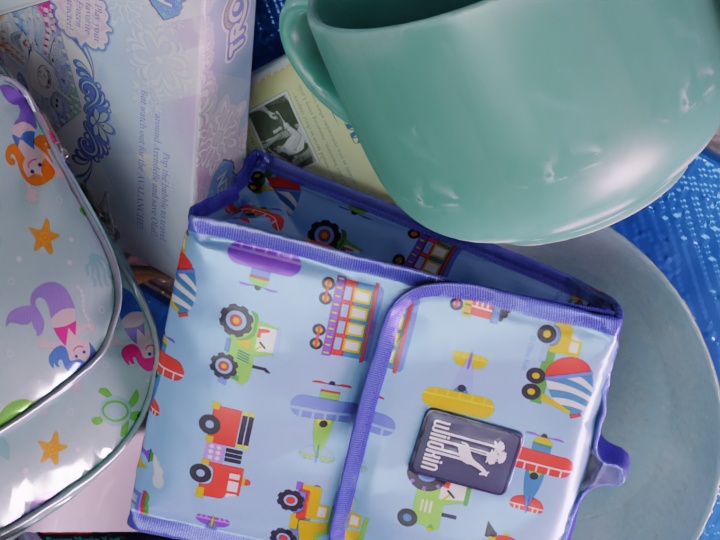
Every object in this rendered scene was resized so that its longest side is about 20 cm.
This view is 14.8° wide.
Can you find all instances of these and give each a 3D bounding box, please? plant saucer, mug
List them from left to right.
[{"bbox_3d":[0.065,-0.084,1.094,0.152,0.185,0.115,-28,111,-6],"label":"mug"},{"bbox_3d":[0.077,0.058,1.249,0.201,0.039,0.201,8,107,28],"label":"plant saucer"}]

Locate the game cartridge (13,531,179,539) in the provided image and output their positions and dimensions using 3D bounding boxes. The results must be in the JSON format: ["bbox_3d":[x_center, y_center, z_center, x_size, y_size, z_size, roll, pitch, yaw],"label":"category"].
[{"bbox_3d":[-0.136,0.158,1.229,0.130,0.200,0.038,-42,63,27],"label":"game cartridge"}]

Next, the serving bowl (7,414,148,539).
[{"bbox_3d":[-0.070,0.151,1.342,0.200,0.066,0.200,8,116,16],"label":"serving bowl"}]

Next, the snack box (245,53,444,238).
[{"bbox_3d":[0.000,0.000,1.232,0.116,0.037,0.200,-25,90,33],"label":"snack box"}]

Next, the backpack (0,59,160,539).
[{"bbox_3d":[-0.182,0.018,1.165,0.200,0.177,0.151,63,157,-14],"label":"backpack"}]

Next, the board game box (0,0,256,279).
[{"bbox_3d":[-0.136,-0.117,1.197,0.199,0.043,0.200,29,137,23],"label":"board game box"}]

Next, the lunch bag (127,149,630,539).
[{"bbox_3d":[0.019,0.057,1.177,0.200,0.094,0.151,17,113,10],"label":"lunch bag"}]

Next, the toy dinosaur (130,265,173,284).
[{"bbox_3d":[-0.158,0.030,1.332,0.101,0.058,0.200,29,129,-13],"label":"toy dinosaur"}]
